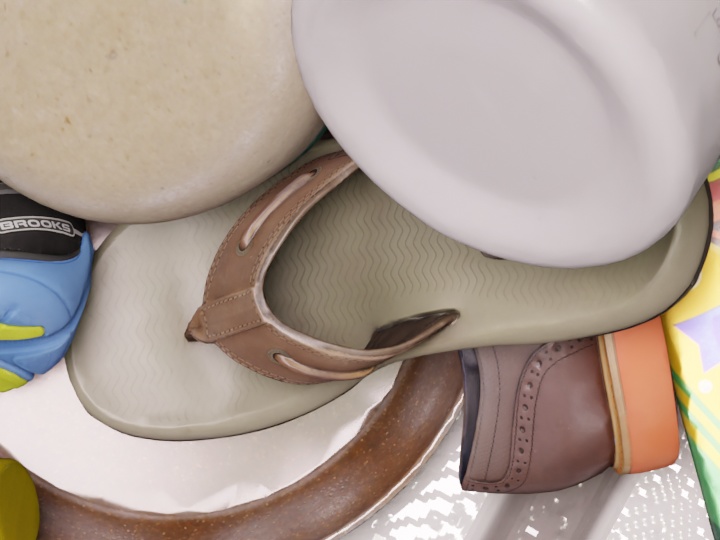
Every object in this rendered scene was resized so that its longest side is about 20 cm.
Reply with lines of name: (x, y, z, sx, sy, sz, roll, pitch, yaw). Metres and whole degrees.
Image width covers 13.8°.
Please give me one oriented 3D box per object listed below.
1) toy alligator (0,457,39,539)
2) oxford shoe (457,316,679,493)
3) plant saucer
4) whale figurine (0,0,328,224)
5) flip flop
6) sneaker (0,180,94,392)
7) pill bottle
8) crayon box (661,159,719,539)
toy alligator: (-0.118, 0.121, 0.883, 0.059, 0.054, 0.201, -6, 111, 22)
oxford shoe: (0.037, -0.032, 0.871, 0.072, 0.071, 0.201, -14, 90, -4)
plant saucer: (-0.058, -0.005, 0.914, 0.199, 0.034, 0.201, 0, 88, -3)
whale figurine: (-0.072, -0.114, 0.822, 0.159, 0.104, 0.200, -27, 94, 26)
flip flop: (0.000, 0.000, 0.833, 0.199, 0.058, 0.081, -10, 88, 25)
sneaker: (-0.173, -0.018, 0.856, 0.199, 0.071, 0.083, 10, 50, 2)
pill bottle: (0.076, -0.105, 0.788, 0.114, 0.114, 0.200, 30, 55, 9)
crayon box: (0.149, 0.002, 0.889, 0.125, 0.052, 0.201, -16, 84, 7)
